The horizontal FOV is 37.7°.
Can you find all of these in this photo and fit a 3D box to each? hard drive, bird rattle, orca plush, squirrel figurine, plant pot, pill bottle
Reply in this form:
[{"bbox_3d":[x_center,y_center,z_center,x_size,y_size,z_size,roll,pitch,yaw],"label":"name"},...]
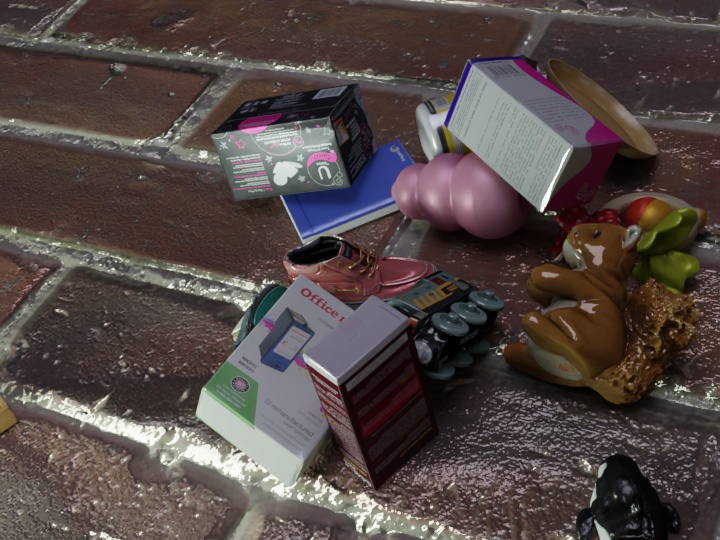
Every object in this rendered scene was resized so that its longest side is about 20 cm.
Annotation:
[{"bbox_3d":[-0.011,-0.117,1.558,0.199,0.025,0.132,-22,43,-6],"label":"hard drive"},{"bbox_3d":[0.352,-0.048,1.358,0.163,0.113,0.199,-32,31,-33],"label":"bird rattle"},{"bbox_3d":[0.264,0.260,1.058,0.104,0.071,0.201,5,47,21],"label":"orca plush"},{"bbox_3d":[0.287,0.043,1.218,0.199,0.142,0.187,26,68,15],"label":"squirrel figurine"},{"bbox_3d":[0.333,-0.222,1.480,0.028,0.199,0.201,-49,35,27],"label":"plant pot"},{"bbox_3d":[0.188,-0.217,1.540,0.199,0.112,0.112,-18,43,-2],"label":"pill bottle"}]

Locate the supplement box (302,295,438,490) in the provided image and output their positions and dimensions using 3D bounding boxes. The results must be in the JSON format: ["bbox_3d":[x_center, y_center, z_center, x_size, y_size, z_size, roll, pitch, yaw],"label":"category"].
[{"bbox_3d":[0.015,0.138,1.162,0.109,0.201,0.061,-38,46,-23],"label":"supplement box"}]

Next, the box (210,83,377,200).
[{"bbox_3d":[-0.095,-0.188,1.558,0.199,0.115,0.132,-4,30,25],"label":"box"}]

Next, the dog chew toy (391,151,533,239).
[{"bbox_3d":[0.135,-0.108,1.444,0.199,0.125,0.125,4,46,31],"label":"dog chew toy"}]

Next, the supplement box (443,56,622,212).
[{"bbox_3d":[0.215,-0.176,1.337,0.101,0.104,0.200,-12,45,-38],"label":"supplement box"}]

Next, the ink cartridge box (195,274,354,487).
[{"bbox_3d":[-0.075,0.126,1.246,0.145,0.088,0.200,35,56,8],"label":"ink cartridge box"}]

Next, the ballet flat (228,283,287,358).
[{"bbox_3d":[-0.143,0.098,1.353,0.074,0.075,0.201,0,42,16],"label":"ballet flat"}]

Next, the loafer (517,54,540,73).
[{"bbox_3d":[0.247,-0.200,1.460,0.071,0.201,0.073,-12,17,-7],"label":"loafer"}]

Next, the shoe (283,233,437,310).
[{"bbox_3d":[0.000,0.000,1.387,0.198,0.091,0.072,-8,44,8],"label":"shoe"}]

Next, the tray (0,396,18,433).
[{"bbox_3d":[-0.555,0.220,1.365,0.200,0.037,0.098,-36,46,-21],"label":"tray"}]

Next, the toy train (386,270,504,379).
[{"bbox_3d":[0.092,0.061,1.262,0.113,0.086,0.200,26,25,23],"label":"toy train"}]
